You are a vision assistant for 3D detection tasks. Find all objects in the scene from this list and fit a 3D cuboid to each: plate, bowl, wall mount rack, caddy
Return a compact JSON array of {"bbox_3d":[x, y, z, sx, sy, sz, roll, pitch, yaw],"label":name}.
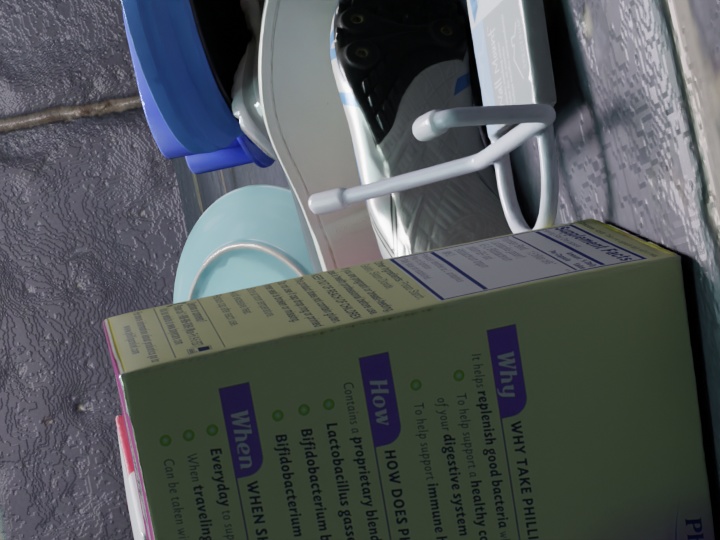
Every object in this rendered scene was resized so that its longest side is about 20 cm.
[{"bbox_3d":[-0.054,0.047,1.059,0.200,0.026,0.201,13,110,40],"label":"plate"},{"bbox_3d":[-0.101,-0.173,1.054,0.201,0.039,0.201,-10,-90,-79],"label":"bowl"},{"bbox_3d":[0.023,-0.102,0.722,0.174,0.074,0.201,150,114,-73],"label":"wall mount rack"},{"bbox_3d":[-0.127,-0.179,1.488,0.141,0.105,0.200,30,-135,-73],"label":"caddy"}]

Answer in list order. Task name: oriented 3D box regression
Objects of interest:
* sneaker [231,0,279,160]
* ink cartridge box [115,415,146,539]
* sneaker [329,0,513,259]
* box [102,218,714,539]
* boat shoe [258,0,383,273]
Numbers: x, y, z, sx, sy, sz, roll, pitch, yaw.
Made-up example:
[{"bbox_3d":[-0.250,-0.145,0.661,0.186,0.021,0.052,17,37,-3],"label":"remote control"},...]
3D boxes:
[{"bbox_3d":[-0.026,-0.154,1.057,0.075,0.082,0.200,42,-147,-39],"label":"sneaker"},{"bbox_3d":[-0.061,0.155,1.202,0.145,0.199,0.084,-117,21,-58],"label":"ink cartridge box"},{"bbox_3d":[0.027,-0.056,0.814,0.073,0.072,0.200,113,146,-63],"label":"sneaker"},{"bbox_3d":[0.020,0.089,0.634,0.097,0.200,0.176,-138,37,-75],"label":"box"},{"bbox_3d":[-0.015,-0.067,0.891,0.062,0.073,0.200,-139,33,-69],"label":"boat shoe"}]
